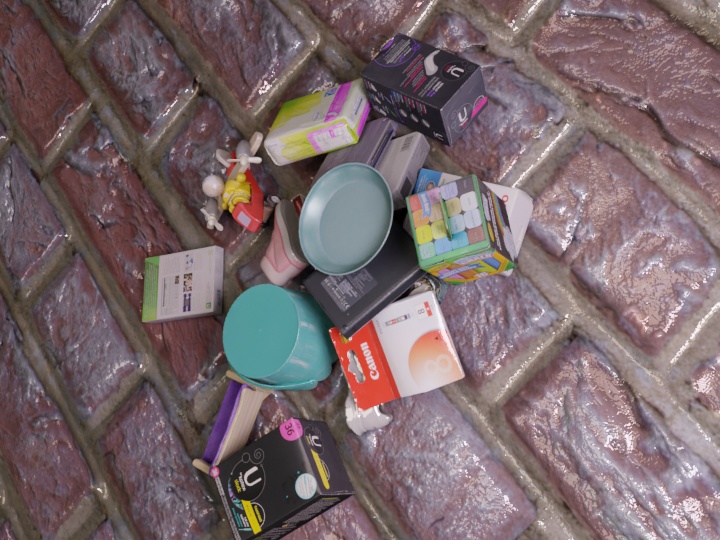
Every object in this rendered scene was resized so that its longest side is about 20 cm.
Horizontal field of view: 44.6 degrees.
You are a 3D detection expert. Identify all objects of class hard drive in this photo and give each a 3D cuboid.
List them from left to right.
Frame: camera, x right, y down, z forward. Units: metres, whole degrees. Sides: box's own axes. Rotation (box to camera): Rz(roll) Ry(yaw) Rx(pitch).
[{"bbox_3d":[0.012,0.005,1.532,0.200,0.033,0.140,-40,58,0],"label":"hard drive"}]

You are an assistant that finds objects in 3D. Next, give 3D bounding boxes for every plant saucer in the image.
[{"bbox_3d":[-0.019,-0.086,1.525,0.199,0.036,0.202,-10,71,32],"label":"plant saucer"}]

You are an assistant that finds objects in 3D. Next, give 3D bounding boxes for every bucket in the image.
[{"bbox_3d":[-0.154,0.126,1.667,0.206,0.135,0.209,-9,72,29],"label":"bucket"}]

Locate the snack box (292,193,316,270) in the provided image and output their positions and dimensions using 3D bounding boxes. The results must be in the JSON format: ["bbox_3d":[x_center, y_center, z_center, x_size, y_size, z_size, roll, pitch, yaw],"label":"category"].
[{"bbox_3d":[-0.079,-0.051,1.705,0.024,0.072,0.201,-30,65,22],"label":"snack box"}]

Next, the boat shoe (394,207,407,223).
[{"bbox_3d":[0.010,-0.142,1.687,0.199,0.072,0.068,18,56,33],"label":"boat shoe"}]

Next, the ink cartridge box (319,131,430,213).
[{"bbox_3d":[0.026,-0.169,1.629,0.172,0.044,0.201,-15,33,32],"label":"ink cartridge box"}]

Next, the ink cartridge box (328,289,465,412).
[{"bbox_3d":[0.061,0.141,1.525,0.198,0.050,0.163,-21,90,2],"label":"ink cartridge box"}]

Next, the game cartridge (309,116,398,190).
[{"bbox_3d":[-0.011,-0.217,1.663,0.129,0.038,0.201,-17,32,35],"label":"game cartridge"}]

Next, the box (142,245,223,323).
[{"bbox_3d":[-0.382,0.032,1.884,0.198,0.036,0.146,-8,74,27],"label":"box"}]

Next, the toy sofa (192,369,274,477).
[{"bbox_3d":[-0.256,0.301,1.705,0.082,0.097,0.202,20,89,32],"label":"toy sofa"}]

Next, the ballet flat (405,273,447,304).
[{"bbox_3d":[0.083,0.091,1.579,0.074,0.074,0.201,29,93,32],"label":"ballet flat"}]

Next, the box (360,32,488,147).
[{"bbox_3d":[0.118,-0.335,1.624,0.199,0.106,0.122,32,72,33],"label":"box"}]

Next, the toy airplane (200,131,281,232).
[{"bbox_3d":[-0.264,-0.181,1.804,0.198,0.140,0.202,7,95,51],"label":"toy airplane"}]

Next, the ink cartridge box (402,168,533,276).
[{"bbox_3d":[0.186,-0.087,1.554,0.199,0.085,0.146,16,86,31],"label":"ink cartridge box"}]

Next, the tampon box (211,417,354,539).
[{"bbox_3d":[-0.141,0.384,1.600,0.199,0.126,0.151,-35,64,18],"label":"tampon box"}]

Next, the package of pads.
[{"bbox_3d":[-0.082,-0.291,1.734,0.199,0.068,0.155,-12,38,28],"label":"package of pads"}]

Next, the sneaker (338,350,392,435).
[{"bbox_3d":[0.013,0.195,1.601,0.086,0.074,0.202,-12,80,18],"label":"sneaker"}]

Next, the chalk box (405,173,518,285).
[{"bbox_3d":[0.155,-0.066,1.399,0.123,0.200,0.126,-17,70,24],"label":"chalk box"}]

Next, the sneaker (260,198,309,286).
[{"bbox_3d":[-0.156,-0.051,1.727,0.105,0.075,0.201,-45,35,27],"label":"sneaker"}]
